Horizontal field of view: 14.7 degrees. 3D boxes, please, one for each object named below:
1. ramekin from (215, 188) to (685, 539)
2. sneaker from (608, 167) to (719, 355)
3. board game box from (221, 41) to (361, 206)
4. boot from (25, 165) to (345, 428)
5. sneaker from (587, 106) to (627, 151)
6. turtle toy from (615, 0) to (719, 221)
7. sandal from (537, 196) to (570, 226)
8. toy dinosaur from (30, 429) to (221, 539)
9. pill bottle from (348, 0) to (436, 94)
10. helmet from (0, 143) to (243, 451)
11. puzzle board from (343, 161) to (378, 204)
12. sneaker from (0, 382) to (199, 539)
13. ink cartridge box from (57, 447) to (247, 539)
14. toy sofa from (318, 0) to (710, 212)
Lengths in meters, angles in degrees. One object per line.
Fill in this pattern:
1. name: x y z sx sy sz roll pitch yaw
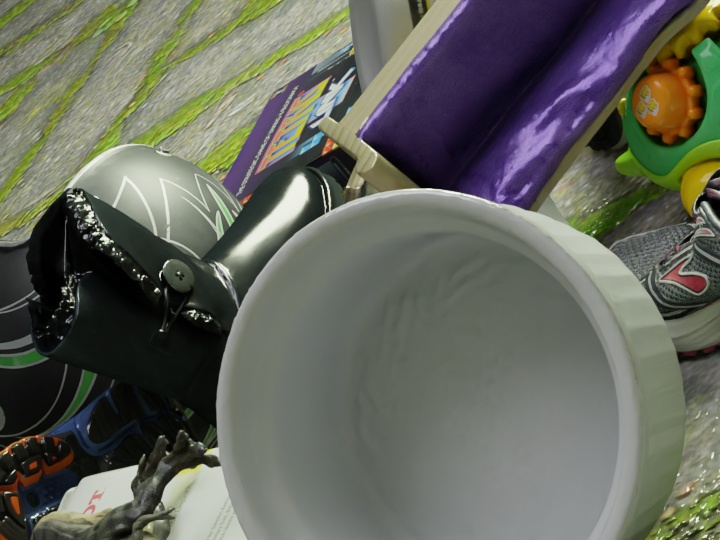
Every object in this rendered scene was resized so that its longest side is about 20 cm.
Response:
1. ramekin: 0.045 0.064 1.217 0.200 0.201 0.098 -33 -11 23
2. sneaker: 0.178 -0.013 1.326 0.081 0.075 0.200 -49 18 -24
3. board game box: -0.015 -0.096 1.962 0.165 0.057 0.200 -29 21 30
4. boot: -0.096 -0.009 1.544 0.076 0.168 0.201 -36 35 42
5. sneaker: 0.138 -0.125 1.704 0.079 0.074 0.200 -34 22 -11
6. turtle toy: 0.211 -0.117 1.462 0.200 0.101 0.146 -38 18 11
7. sandal: 0.078 -0.001 1.492 0.079 0.060 0.207 -21 42 -15
8. toy dinosaur: -0.106 0.120 1.320 0.088 0.047 0.200 -56 28 -12
9. pill bottle: 0.099 -0.143 1.556 0.198 0.113 0.112 -8 15 -9
10. helmet: -0.140 0.033 1.679 0.190 0.201 0.200 -22 24 31
11. puzzle board: 0.000 0.000 1.577 0.200 0.017 0.152 -68 -14 -72
12. sneaker: -0.156 0.114 1.503 0.078 0.076 0.199 -31 -10 35
13. ink cartridge box: -0.073 0.164 1.352 0.199 0.084 0.146 -14 38 40
14. toy sofa: 0.081 -0.112 1.435 0.200 0.083 0.098 -51 37 1
